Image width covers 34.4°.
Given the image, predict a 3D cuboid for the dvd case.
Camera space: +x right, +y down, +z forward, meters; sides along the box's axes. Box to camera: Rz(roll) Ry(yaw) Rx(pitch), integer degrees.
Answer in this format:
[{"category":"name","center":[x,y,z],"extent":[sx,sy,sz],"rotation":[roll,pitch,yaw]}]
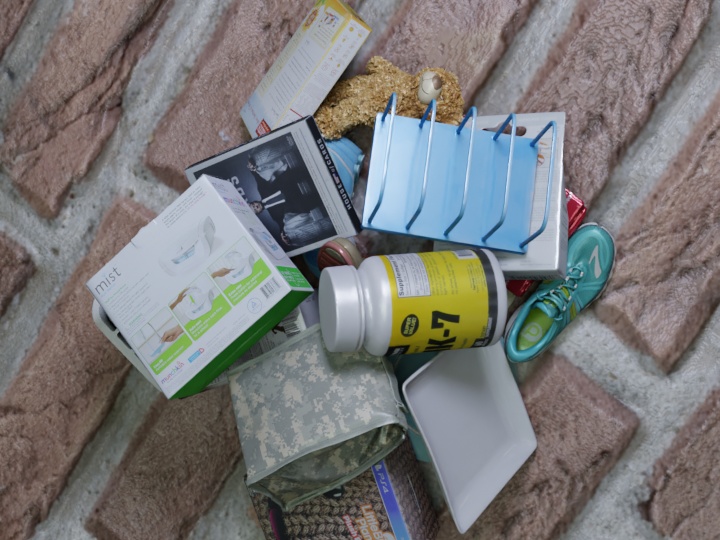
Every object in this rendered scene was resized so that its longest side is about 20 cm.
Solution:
[{"category":"dvd case","center":[-0.108,-0.087,1.414],"extent":[0.199,0.025,0.151],"rotation":[-18,104,33]}]

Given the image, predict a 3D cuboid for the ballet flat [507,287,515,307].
[{"category":"ballet flat","center":[0.107,0.045,1.442],"extent":[0.198,0.057,0.067],"rotation":[-15,67,-14]}]

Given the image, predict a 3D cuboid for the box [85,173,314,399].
[{"category":"box","center":[-0.191,0.020,1.373],"extent":[0.200,0.097,0.177],"rotation":[-42,78,10]}]

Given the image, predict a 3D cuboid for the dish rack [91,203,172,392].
[{"category":"dish rack","center":[-0.223,0.034,1.455],"extent":[0.171,0.043,0.200],"rotation":[42,99,15]}]

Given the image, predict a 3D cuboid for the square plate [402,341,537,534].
[{"category":"square plate","center":[0.130,0.177,1.397],"extent":[0.028,0.200,0.200],"rotation":[-9,110,41]}]

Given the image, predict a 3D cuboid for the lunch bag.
[{"category":"lunch bag","center":[-0.042,0.161,1.376],"extent":[0.199,0.118,0.165],"rotation":[-28,52,13]}]

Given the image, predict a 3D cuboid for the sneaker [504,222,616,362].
[{"category":"sneaker","center":[0.246,0.034,1.427],"extent":[0.077,0.080,0.201],"rotation":[34,101,9]}]

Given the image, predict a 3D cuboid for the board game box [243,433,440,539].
[{"category":"board game box","center":[-0.022,0.295,1.475],"extent":[0.198,0.097,0.161],"rotation":[-13,106,24]}]

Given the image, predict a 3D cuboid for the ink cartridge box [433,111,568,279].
[{"category":"ink cartridge box","center":[0.175,-0.089,1.426],"extent":[0.158,0.047,0.202],"rotation":[-1,74,23]}]

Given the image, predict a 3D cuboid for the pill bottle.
[{"category":"pill bottle","center":[0.057,0.038,1.327],"extent":[0.198,0.114,0.116],"rotation":[-4,94,-14]}]

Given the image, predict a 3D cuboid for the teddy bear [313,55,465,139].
[{"category":"teddy bear","center":[0.029,-0.213,1.442],"extent":[0.198,0.146,0.067],"rotation":[9,134,18]}]

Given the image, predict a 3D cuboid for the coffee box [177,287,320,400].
[{"category":"coffee box","center":[-0.144,0.095,1.513],"extent":[0.198,0.113,0.081],"rotation":[-20,90,16]}]

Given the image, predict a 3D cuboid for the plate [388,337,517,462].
[{"category":"plate","center":[0.103,0.146,1.473],"extent":[0.198,0.026,0.203],"rotation":[0,92,-3]}]

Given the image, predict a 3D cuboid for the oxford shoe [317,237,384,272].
[{"category":"oxford shoe","center":[0.000,0.000,1.433],"extent":[0.070,0.200,0.075],"rotation":[37,77,22]}]

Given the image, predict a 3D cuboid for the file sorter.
[{"category":"file sorter","center":[0.112,-0.113,1.320],"extent":[0.198,0.123,0.140],"rotation":[9,78,-5]}]

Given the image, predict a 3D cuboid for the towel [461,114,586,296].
[{"category":"towel","center":[0.167,-0.081,1.454],"extent":[0.200,0.022,0.145],"rotation":[40,104,17]}]

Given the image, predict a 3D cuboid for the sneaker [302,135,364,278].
[{"category":"sneaker","center":[-0.028,-0.088,1.491],"extent":[0.079,0.131,0.201],"rotation":[8,133,23]}]

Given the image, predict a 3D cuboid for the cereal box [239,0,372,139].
[{"category":"cereal box","center":[-0.072,-0.246,1.455],"extent":[0.039,0.144,0.201],"rotation":[30,105,-27]}]
